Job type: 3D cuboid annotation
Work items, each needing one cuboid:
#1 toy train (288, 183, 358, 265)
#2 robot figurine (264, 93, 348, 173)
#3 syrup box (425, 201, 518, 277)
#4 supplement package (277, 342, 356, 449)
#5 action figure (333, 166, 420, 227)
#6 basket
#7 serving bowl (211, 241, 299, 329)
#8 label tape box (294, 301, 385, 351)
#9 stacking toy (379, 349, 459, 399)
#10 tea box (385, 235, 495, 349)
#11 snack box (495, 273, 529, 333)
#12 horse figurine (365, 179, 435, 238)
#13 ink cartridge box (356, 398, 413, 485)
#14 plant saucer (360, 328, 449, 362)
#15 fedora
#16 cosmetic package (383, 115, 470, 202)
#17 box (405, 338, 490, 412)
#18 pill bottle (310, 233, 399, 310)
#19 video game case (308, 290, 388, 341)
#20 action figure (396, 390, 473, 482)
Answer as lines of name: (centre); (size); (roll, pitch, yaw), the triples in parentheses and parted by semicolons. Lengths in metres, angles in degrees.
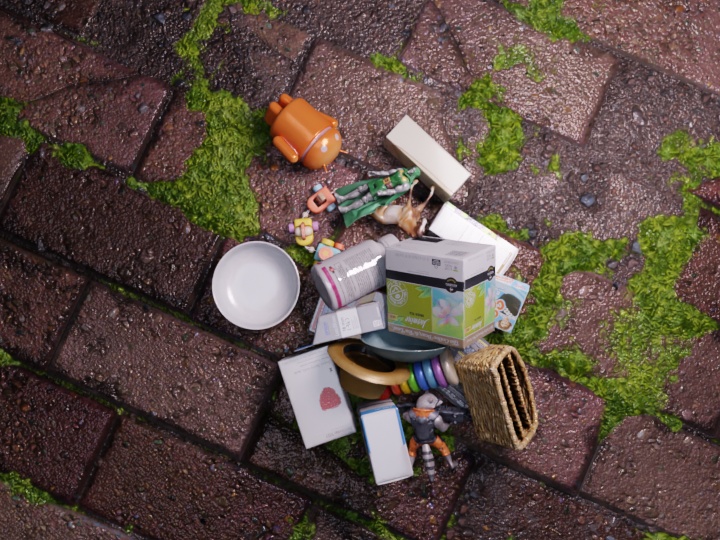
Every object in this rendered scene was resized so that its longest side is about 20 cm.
toy train: (-0.081, -0.096, 1.620); (0.150, 0.056, 0.200); (-32, 87, -1)
robot figurine: (-0.125, -0.314, 1.601); (0.200, 0.144, 0.117); (43, 110, 2)
syrup box: (0.255, -0.067, 1.608); (0.200, 0.079, 0.082); (33, 87, 1)
supplement package: (-0.093, 0.276, 1.568); (0.121, 0.120, 0.200); (-19, 88, -1)
action figure: (0.041, -0.185, 1.575); (0.200, 0.055, 0.118); (-23, 58, 6)
basket: (0.319, 0.264, 1.497); (0.143, 0.149, 0.200); (-19, 94, -24)
serving bowl: (-0.236, 0.036, 1.607); (0.200, 0.066, 0.201); (0, 86, 0)
label tape box: (-0.051, 0.121, 1.546); (0.200, 0.144, 0.063); (-14, 87, -1)
stacking toy: (0.113, 0.241, 1.553); (0.200, 0.085, 0.086); (-20, 87, 14)
tea box: (0.171, 0.041, 1.496); (0.200, 0.134, 0.197); (9, 110, 39)
snack box: (0.266, 0.053, 1.581); (0.200, 0.037, 0.116); (21, 121, 10)
horse figurine: (0.081, -0.147, 1.598); (0.200, 0.050, 0.133); (15, 81, 30)
ink cartridge box: (0.048, 0.364, 1.525); (0.086, 0.200, 0.147); (-13, 88, -2)
plant saucer: (0.100, 0.165, 1.515); (0.201, 0.201, 0.039); (1, 98, 0)
fedora: (0.009, 0.221, 1.507); (0.200, 0.201, 0.082); (18, 104, 1)
cosmetic package: (0.151, -0.253, 1.606); (0.200, 0.104, 0.073); (42, 87, 3)
box: (0.224, 0.212, 1.609); (0.200, 0.049, 0.161); (39, 90, 2)
pill bottle: (0.000, 0.000, 1.575); (0.200, 0.113, 0.114); (-26, 87, -14)
video game case: (-0.004, 0.105, 1.629); (0.200, 0.017, 0.143); (19, 87, 0)
action figure: (0.173, 0.362, 1.563); (0.200, 0.105, 0.194); (-5, 105, 18)
